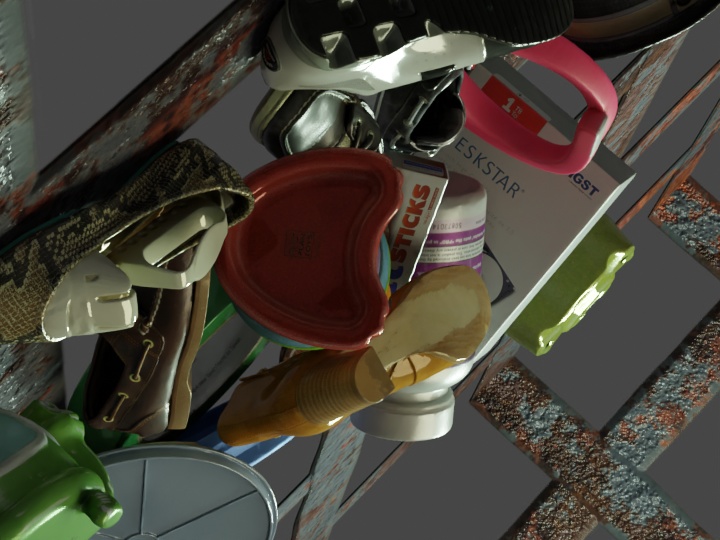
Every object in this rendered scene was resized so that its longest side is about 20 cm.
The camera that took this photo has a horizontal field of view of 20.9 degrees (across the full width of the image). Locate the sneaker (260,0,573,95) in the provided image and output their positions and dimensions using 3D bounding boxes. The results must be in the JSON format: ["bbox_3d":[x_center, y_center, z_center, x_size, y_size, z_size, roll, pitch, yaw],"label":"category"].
[{"bbox_3d":[0.029,-0.145,1.149,0.199,0.074,0.088,-10,165,-28],"label":"sneaker"}]

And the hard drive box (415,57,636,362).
[{"bbox_3d":[0.100,-0.050,1.600,0.200,0.156,0.077,-52,172,19],"label":"hard drive box"}]

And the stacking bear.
[{"bbox_3d":[-0.027,0.002,1.254,0.200,0.113,0.122,68,29,-78],"label":"stacking bear"}]

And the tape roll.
[{"bbox_3d":[-0.122,0.054,1.389,0.200,0.048,0.200,-46,170,-11],"label":"tape roll"}]

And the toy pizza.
[{"bbox_3d":[-0.158,0.183,1.381,0.199,0.032,0.201,-9,136,-9],"label":"toy pizza"}]

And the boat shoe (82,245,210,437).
[{"bbox_3d":[-0.133,0.033,1.205,0.070,0.071,0.200,1,134,-14],"label":"boat shoe"}]

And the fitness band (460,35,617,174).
[{"bbox_3d":[0.111,-0.130,1.394,0.037,0.143,0.200,-57,174,-13],"label":"fitness band"}]

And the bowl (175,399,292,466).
[{"bbox_3d":[-0.132,0.145,1.492,0.200,0.039,0.201,-27,-177,2],"label":"bowl"}]

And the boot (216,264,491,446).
[{"bbox_3d":[-0.007,0.061,1.402,0.144,0.071,0.201,-18,-169,40],"label":"boot"}]

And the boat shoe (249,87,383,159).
[{"bbox_3d":[-0.017,-0.085,1.254,0.072,0.066,0.201,-48,170,0],"label":"boat shoe"}]

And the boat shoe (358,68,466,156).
[{"bbox_3d":[0.042,-0.112,1.387,0.072,0.068,0.200,-45,169,-17],"label":"boat shoe"}]

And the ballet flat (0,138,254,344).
[{"bbox_3d":[-0.128,-0.008,1.061,0.200,0.075,0.068,-38,152,-41],"label":"ballet flat"}]

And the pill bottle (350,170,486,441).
[{"bbox_3d":[0.037,0.026,1.532,0.112,0.112,0.201,-28,125,-61],"label":"pill bottle"}]

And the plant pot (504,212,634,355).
[{"bbox_3d":[0.135,-0.032,1.734,0.200,0.184,0.200,-46,169,-12],"label":"plant pot"}]

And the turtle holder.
[{"bbox_3d":[-0.210,0.130,1.082,0.185,0.132,0.141,-44,167,-28],"label":"turtle holder"}]

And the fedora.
[{"bbox_3d":[0.178,-0.242,1.346,0.201,0.200,0.092,-47,134,-7],"label":"fedora"}]

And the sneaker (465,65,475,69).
[{"bbox_3d":[0.073,-0.192,1.220,0.113,0.071,0.200,-51,172,-2],"label":"sneaker"}]

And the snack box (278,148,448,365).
[{"bbox_3d":[0.000,0.000,1.430,0.024,0.072,0.200,-94,-160,-54],"label":"snack box"}]
